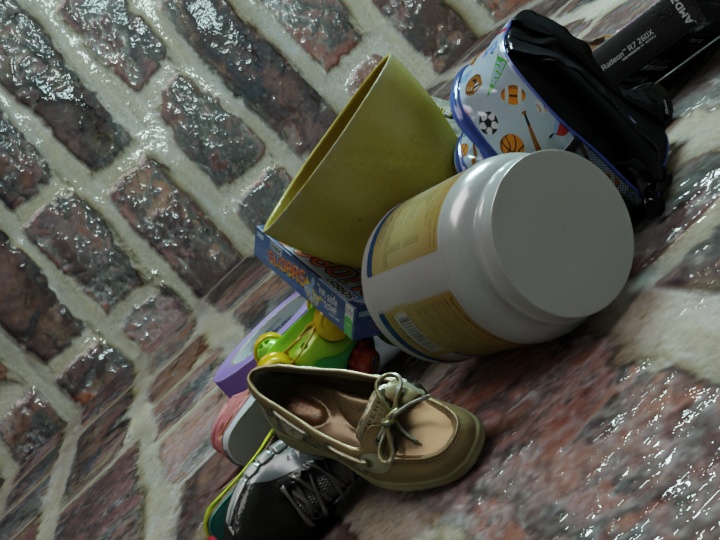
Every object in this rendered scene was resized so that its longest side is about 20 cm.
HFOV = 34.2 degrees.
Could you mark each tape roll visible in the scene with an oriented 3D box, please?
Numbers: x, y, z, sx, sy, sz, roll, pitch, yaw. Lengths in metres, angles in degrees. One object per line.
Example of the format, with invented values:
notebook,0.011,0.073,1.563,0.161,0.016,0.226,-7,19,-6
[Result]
tape roll,-0.094,0.095,1.496,0.200,0.066,0.200,-41,10,9

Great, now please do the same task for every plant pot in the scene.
plant pot,0.024,-0.076,1.076,0.200,0.142,0.200,-53,8,11

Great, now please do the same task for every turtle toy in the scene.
turtle toy,-0.022,0.074,1.179,0.200,0.101,0.146,-42,10,1

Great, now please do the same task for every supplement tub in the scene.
supplement tub,0.102,-0.008,0.910,0.145,0.145,0.200,-47,11,-25

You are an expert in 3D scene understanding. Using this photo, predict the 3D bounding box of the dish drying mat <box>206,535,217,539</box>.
dish drying mat,-0.109,0.257,0.880,0.200,0.018,0.077,180,104,-74

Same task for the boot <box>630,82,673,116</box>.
boot,0.217,-0.126,1.197,0.200,0.068,0.131,-27,5,-4

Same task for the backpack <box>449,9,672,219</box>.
backpack,0.168,-0.124,1.020,0.154,0.191,0.200,-38,11,26

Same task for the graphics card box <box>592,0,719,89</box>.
graphics card box,0.298,-0.228,1.268,0.200,0.051,0.125,-35,-12,33

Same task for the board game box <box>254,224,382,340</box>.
board game box,0.000,0.000,1.140,0.135,0.035,0.200,-10,29,-31

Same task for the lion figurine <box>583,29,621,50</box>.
lion figurine,0.242,-0.253,1.385,0.073,0.199,0.123,-112,43,-62

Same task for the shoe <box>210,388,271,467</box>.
shoe,-0.089,0.129,1.296,0.200,0.071,0.091,-50,17,-16

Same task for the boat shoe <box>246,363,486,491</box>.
boat shoe,-0.002,0.110,0.857,0.200,0.063,0.073,3,57,39

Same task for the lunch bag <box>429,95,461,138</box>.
lunch bag,0.088,-0.106,1.239,0.118,0.200,0.164,-39,9,19

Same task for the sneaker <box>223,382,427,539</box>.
sneaker,-0.019,0.151,0.920,0.200,0.075,0.115,-46,13,-29

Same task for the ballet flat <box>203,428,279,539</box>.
ballet flat,-0.061,0.169,1.046,0.200,0.067,0.067,-44,-4,-3
